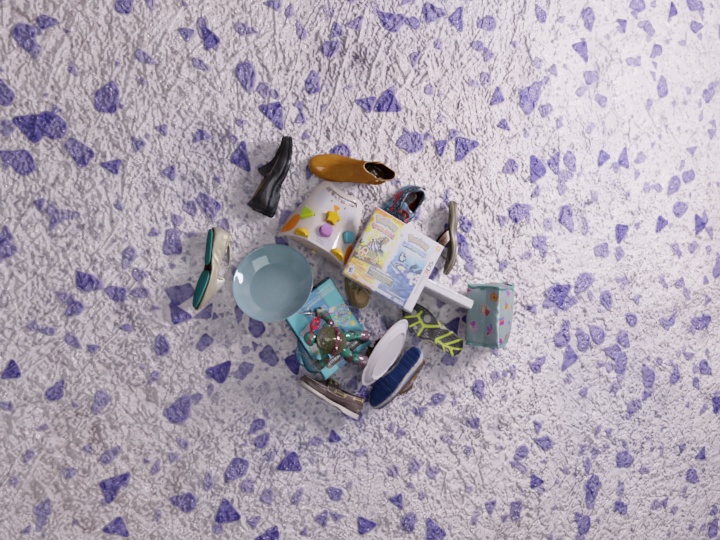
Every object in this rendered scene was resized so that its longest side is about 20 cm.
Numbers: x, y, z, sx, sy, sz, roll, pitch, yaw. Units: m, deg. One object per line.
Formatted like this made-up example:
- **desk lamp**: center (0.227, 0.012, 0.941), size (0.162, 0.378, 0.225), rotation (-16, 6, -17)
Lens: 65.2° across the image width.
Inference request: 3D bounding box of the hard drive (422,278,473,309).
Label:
- **hard drive**: center (0.188, 0.048, 1.501), size (0.197, 0.132, 0.027), rotation (25, 85, -19)

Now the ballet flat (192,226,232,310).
- **ballet flat**: center (-0.347, -0.001, 1.345), size (0.068, 0.069, 0.205), rotation (13, 90, -20)

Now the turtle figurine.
- **turtle figurine**: center (-0.074, 0.173, 1.350), size (0.196, 0.100, 0.153), rotation (16, 85, -24)

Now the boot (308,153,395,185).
- **boot**: center (-0.020, -0.256, 1.398), size (0.197, 0.144, 0.072), rotation (8, 91, -20)

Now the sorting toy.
- **sorting toy**: center (-0.078, -0.124, 1.407), size (0.197, 0.107, 0.183), rotation (29, 69, -9)

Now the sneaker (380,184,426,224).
- **sneaker**: center (0.097, -0.150, 1.472), size (0.079, 0.095, 0.201), rotation (41, 82, -18)

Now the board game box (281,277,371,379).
- **board game box**: center (-0.087, 0.144, 1.417), size (0.150, 0.047, 0.202), rotation (-35, 101, -15)

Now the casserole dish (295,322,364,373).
- **casserole dish**: center (-0.072, 0.194, 1.470), size (0.197, 0.039, 0.124), rotation (-21, 100, -18)

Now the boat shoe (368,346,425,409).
- **boat shoe**: center (0.108, 0.303, 1.521), size (0.200, 0.072, 0.073), rotation (-45, 133, -3)

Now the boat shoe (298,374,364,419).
- **boat shoe**: center (-0.073, 0.317, 1.463), size (0.199, 0.072, 0.060), rotation (36, 76, -22)

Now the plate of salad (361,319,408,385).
- **plate of salad**: center (0.058, 0.208, 1.463), size (0.048, 0.200, 0.201), rotation (33, 80, 23)

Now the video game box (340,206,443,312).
- **video game box**: center (0.079, -0.025, 1.378), size (0.197, 0.047, 0.185), rotation (29, 83, -7)

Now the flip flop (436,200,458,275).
- **flip flop**: center (0.235, -0.089, 1.542), size (0.056, 0.081, 0.205), rotation (2, 92, -2)

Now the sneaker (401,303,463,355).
- **sneaker**: center (0.188, 0.163, 1.544), size (0.199, 0.076, 0.076), rotation (41, 83, -6)

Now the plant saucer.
- **plant saucer**: center (-0.212, 0.035, 1.375), size (0.196, 0.039, 0.205), rotation (0, 66, 0)

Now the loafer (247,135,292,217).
- **loafer**: center (-0.216, -0.235, 1.370), size (0.071, 0.073, 0.204), rotation (17, 87, -15)

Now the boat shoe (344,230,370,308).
- **boat shoe**: center (0.000, 0.000, 1.467), size (0.072, 0.063, 0.205), rotation (-4, 95, -19)

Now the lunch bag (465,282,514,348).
- **lunch bag**: center (0.368, 0.120, 1.571), size (0.199, 0.120, 0.175), rotation (-3, 95, -61)
